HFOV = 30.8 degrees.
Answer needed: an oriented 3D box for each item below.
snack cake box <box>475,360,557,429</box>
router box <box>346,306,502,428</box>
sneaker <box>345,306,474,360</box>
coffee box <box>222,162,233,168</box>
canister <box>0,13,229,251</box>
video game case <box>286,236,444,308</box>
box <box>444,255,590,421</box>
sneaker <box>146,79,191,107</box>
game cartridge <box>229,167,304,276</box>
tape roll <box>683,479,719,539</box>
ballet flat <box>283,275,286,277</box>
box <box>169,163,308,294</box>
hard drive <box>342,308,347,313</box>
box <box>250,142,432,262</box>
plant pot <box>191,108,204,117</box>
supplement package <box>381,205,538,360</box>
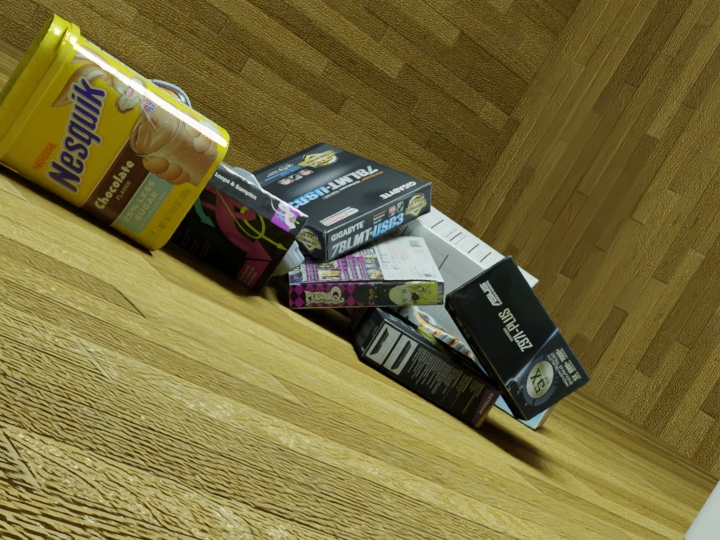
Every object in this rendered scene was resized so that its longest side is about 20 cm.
[{"bbox_3d":[0.187,0.144,1.861,0.200,0.067,0.115,32,2,13],"label":"snack cake box"},{"bbox_3d":[0.070,0.102,1.522,0.157,0.052,0.200,32,3,-7],"label":"router box"},{"bbox_3d":[0.056,0.075,1.671,0.200,0.078,0.077,41,1,-2],"label":"sneaker"},{"bbox_3d":[-0.214,-0.118,1.986,0.114,0.080,0.200,32,4,13],"label":"coffee box"},{"bbox_3d":[-0.244,-0.126,1.242,0.200,0.149,0.087,32,8,-21],"label":"canister"},{"bbox_3d":[0.000,0.000,1.586,0.181,0.036,0.200,-1,16,-5],"label":"video game case"},{"bbox_3d":[0.174,0.081,1.500,0.164,0.086,0.200,57,0,5],"label":"box"},{"bbox_3d":[-0.282,-0.147,1.380,0.200,0.078,0.112,-7,20,22],"label":"sneaker"},{"bbox_3d":[-0.127,-0.055,1.521,0.134,0.040,0.200,61,-12,-5],"label":"game cartridge"},{"bbox_3d":[0.512,0.320,1.570,0.202,0.139,0.203,32,3,-2],"label":"tape roll"},{"bbox_3d":[-0.137,-0.055,1.737,0.200,0.072,0.068,31,46,-6],"label":"ballet flat"},{"bbox_3d":[-0.167,-0.064,1.381,0.200,0.036,0.143,32,-33,-4],"label":"box"},{"bbox_3d":[-0.065,0.004,1.848,0.200,0.042,0.135,32,3,9],"label":"hard drive"},{"bbox_3d":[-0.046,-0.091,1.665,0.198,0.050,0.200,22,36,38],"label":"box"},{"bbox_3d":[-0.256,-0.146,1.539,0.200,0.135,0.200,31,3,-2],"label":"plant pot"},{"bbox_3d":[0.118,0.008,1.742,0.200,0.114,0.110,36,18,8],"label":"supplement package"}]
